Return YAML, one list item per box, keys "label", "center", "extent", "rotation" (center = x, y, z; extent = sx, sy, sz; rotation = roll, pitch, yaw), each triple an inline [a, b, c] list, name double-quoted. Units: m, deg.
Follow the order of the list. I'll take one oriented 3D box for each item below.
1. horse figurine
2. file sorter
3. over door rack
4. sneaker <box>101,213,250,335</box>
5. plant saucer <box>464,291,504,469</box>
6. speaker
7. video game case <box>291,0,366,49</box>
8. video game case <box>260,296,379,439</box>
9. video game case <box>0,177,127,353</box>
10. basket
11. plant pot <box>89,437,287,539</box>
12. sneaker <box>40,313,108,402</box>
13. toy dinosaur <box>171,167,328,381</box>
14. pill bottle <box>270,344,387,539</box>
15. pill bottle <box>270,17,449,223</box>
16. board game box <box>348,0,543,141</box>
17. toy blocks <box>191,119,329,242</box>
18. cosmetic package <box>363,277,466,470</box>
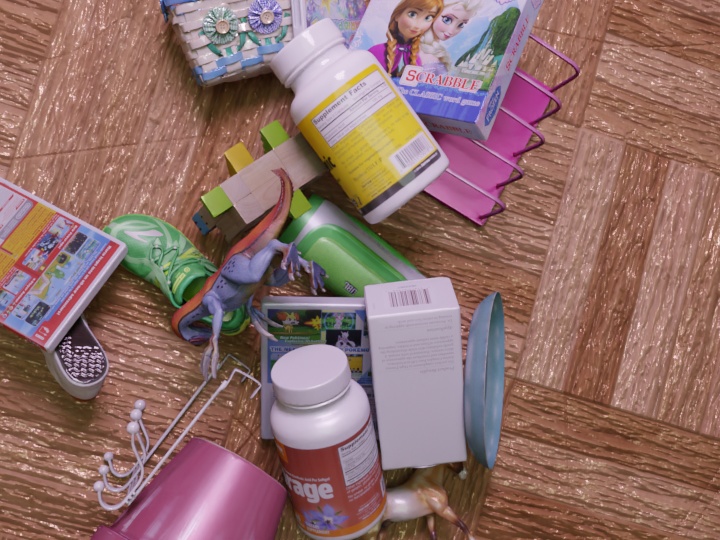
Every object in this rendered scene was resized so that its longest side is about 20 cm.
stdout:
- label: "horse figurine"
  center: [0.050, 0.299, 1.010]
  extent: [0.198, 0.050, 0.134]
  rotation: [-19, 78, -3]
- label: "file sorter"
  center: [0.150, -0.180, 1.016]
  extent: [0.138, 0.125, 0.201]
  rotation: [30, 83, -7]
- label: "over door rack"
  center: [-0.208, 0.161, 0.932]
  extent: [0.200, 0.148, 0.067]
  rotation: [-41, 99, -8]
- label: "sneaker"
  center: [-0.206, -0.001, 0.971]
  extent: [0.199, 0.084, 0.074]
  rotation: [35, 83, -5]
- label: "plant saucer"
  center: [0.143, 0.125, 0.974]
  extent: [0.027, 0.200, 0.203]
  rotation: [2, 86, 15]
- label: "speaker"
  center: [0.000, 0.000, 1.003]
  extent: [0.199, 0.088, 0.089]
  rotation: [38, 82, -5]
- label: "video game case"
  center: [-0.036, -0.330, 0.974]
  extent: [0.018, 0.143, 0.203]
  rotation: [4, 106, 30]
- label: "video game case"
  center: [-0.016, 0.116, 0.980]
  extent: [0.197, 0.022, 0.184]
  rotation: [1, 115, -4]
- label: "video game case"
  center: [-0.378, -0.014, 0.928]
  extent: [0.198, 0.018, 0.144]
  rotation: [26, 64, 11]
- label: "basket"
  center: [-0.147, -0.323, 0.969]
  extent: [0.174, 0.139, 0.202]
  rotation: [-18, 98, -10]
- label: "plant pot"
  center: [-0.176, 0.291, 0.917]
  extent: [0.199, 0.200, 0.180]
  rotation: [33, 68, -6]
- label: "sneaker"
  center: [-0.347, 0.060, 0.957]
  extent: [0.072, 0.085, 0.201]
  rotation: [-17, 67, -29]
- label: "toy dinosaur"
  center: [-0.128, 0.015, 0.899]
  extent: [0.180, 0.105, 0.203]
  rotation: [-10, 79, 26]
- label: "pill bottle"
  center: [-0.038, 0.190, 0.938]
  extent: [0.111, 0.112, 0.202]
  rotation: [-16, 116, -9]
- label: "pill bottle"
  center: [-0.004, -0.160, 0.895]
  extent: [0.111, 0.111, 0.201]
  rotation: [-37, 95, -9]
- label: "board game box"
  center: [0.086, -0.259, 0.962]
  extent: [0.198, 0.041, 0.201]
  rotation: [16, 76, 30]
- label: "toy blocks"
  center: [-0.107, -0.094, 0.970]
  extent: [0.199, 0.136, 0.100]
  rotation: [-38, 94, -27]
- label: "cosmetic package"
  center: [0.061, 0.116, 0.934]
  extent: [0.100, 0.074, 0.202]
  rotation: [-5, 117, -1]
